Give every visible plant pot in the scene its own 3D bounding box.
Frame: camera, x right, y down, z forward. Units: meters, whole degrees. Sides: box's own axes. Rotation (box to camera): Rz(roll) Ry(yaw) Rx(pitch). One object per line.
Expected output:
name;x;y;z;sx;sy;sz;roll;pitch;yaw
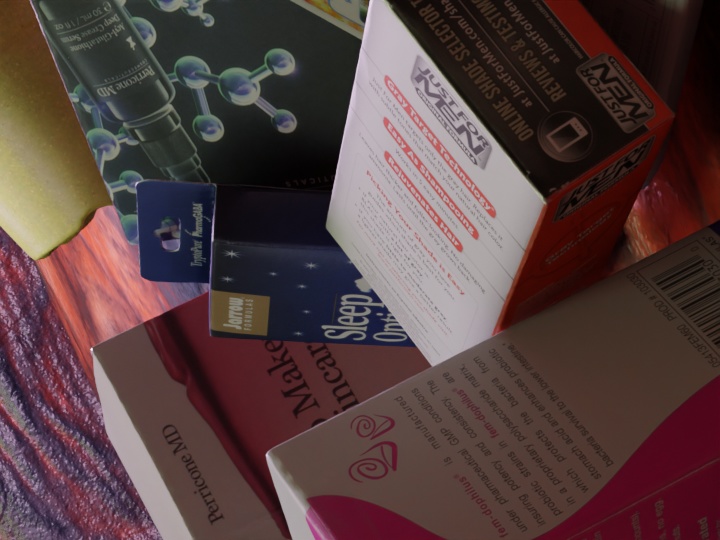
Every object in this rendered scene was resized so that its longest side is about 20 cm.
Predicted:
plant pot;-0.248;-0.117;1.880;0.184;0.200;0.200;54;167;-5

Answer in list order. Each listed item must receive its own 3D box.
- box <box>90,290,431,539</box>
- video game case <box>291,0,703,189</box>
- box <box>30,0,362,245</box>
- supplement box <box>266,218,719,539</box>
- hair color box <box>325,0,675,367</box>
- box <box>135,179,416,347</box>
box;-0.020;0.067;1.257;0.128;0.199;0.109;58;166;22
video game case;0.040;-0.126;0.892;0.182;0.024;0.200;30;156;14
box;-0.055;-0.127;1.078;0.107;0.148;0.200;-71;-32;-52
supplement box;0.081;0.083;0.898;0.101;0.199;0.104;52;161;44
hair color box;0.045;-0.035;0.913;0.102;0.061;0.200;53;162;15
box;0.000;0.000;1.090;0.121;0.199;0.033;100;174;-68
